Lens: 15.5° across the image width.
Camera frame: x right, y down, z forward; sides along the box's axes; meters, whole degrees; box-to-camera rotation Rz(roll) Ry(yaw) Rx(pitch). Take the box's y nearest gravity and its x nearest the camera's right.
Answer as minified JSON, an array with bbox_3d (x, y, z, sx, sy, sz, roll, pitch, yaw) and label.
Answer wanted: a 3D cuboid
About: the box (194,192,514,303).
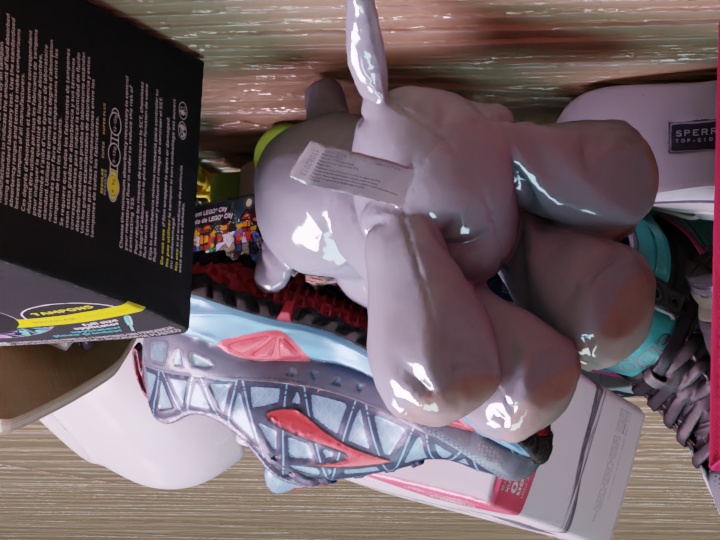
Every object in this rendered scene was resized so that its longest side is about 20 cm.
[{"bbox_3d":[0.000,0.000,1.349,0.136,0.038,0.200,-9,164,44],"label":"box"}]

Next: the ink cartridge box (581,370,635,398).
[{"bbox_3d":[0.146,0.020,1.467,0.200,0.100,0.039,-7,166,42],"label":"ink cartridge box"}]

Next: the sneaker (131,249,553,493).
[{"bbox_3d":[-0.009,0.062,1.235,0.200,0.096,0.079,21,-158,8],"label":"sneaker"}]

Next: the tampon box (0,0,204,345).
[{"bbox_3d":[-0.179,-0.047,1.124,0.150,0.126,0.200,-4,167,26],"label":"tampon box"}]

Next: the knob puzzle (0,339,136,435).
[{"bbox_3d":[-0.199,0.019,1.315,0.219,0.220,0.030,5,126,-17],"label":"knob puzzle"}]

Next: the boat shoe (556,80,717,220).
[{"bbox_3d":[0.188,-0.051,1.193,0.200,0.072,0.066,-4,172,28],"label":"boat shoe"}]

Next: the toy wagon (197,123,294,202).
[{"bbox_3d":[0.002,-0.038,1.354,0.200,0.040,0.155,-3,167,23],"label":"toy wagon"}]

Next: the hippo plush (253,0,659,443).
[{"bbox_3d":[0.014,-0.008,1.156,0.200,0.160,0.161,23,165,-31],"label":"hippo plush"}]

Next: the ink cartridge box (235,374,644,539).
[{"bbox_3d":[0.045,0.078,1.358,0.145,0.085,0.200,12,175,24],"label":"ink cartridge box"}]

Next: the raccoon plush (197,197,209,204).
[{"bbox_3d":[-0.047,-0.010,1.479,0.097,0.134,0.200,-17,-166,41],"label":"raccoon plush"}]

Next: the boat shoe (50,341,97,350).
[{"bbox_3d":[-0.187,-0.042,1.295,0.200,0.093,0.075,30,146,12],"label":"boat shoe"}]

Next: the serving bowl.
[{"bbox_3d":[-0.157,0.056,1.488,0.200,0.066,0.200,42,168,11],"label":"serving bowl"}]

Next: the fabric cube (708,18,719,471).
[{"bbox_3d":[0.247,-0.026,0.995,0.199,0.197,0.200,4,169,-3],"label":"fabric cube"}]

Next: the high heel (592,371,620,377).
[{"bbox_3d":[0.182,0.036,1.357,0.200,0.068,0.096,-1,159,1],"label":"high heel"}]

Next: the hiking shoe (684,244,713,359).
[{"bbox_3d":[0.222,0.029,1.201,0.200,0.101,0.076,-7,-177,-40],"label":"hiking shoe"}]

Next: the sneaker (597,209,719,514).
[{"bbox_3d":[0.142,0.045,1.222,0.121,0.200,0.084,12,135,-33],"label":"sneaker"}]
